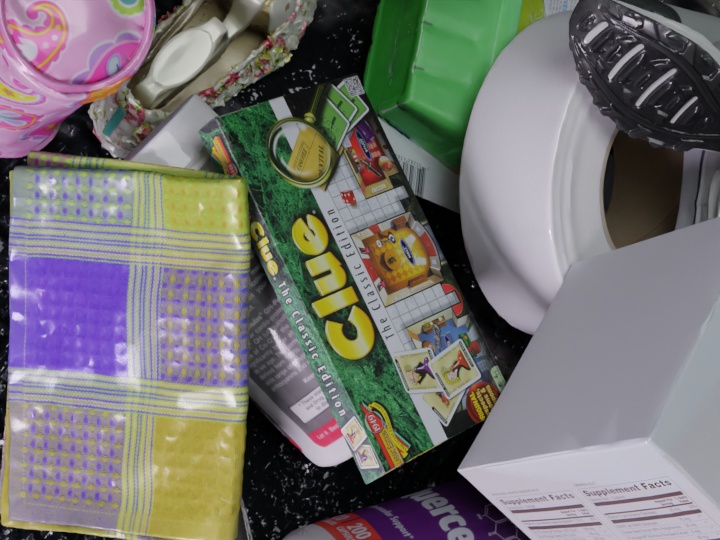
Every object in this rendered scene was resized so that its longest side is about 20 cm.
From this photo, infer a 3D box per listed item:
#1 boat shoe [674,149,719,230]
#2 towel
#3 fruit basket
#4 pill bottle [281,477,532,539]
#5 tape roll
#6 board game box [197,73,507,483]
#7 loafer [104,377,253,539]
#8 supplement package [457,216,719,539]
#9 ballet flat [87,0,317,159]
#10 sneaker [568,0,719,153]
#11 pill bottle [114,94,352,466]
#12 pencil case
[{"bbox_3d":[0.226,-0.032,0.971,0.072,0.065,0.201,24,80,-45],"label":"boat shoe"},{"bbox_3d":[-0.124,0.044,0.851,0.143,0.023,0.202,7,97,19],"label":"towel"},{"bbox_3d":[0.094,-0.113,1.038,0.199,0.093,0.187,21,73,-36],"label":"fruit basket"},{"bbox_3d":[0.057,0.174,0.911,0.199,0.112,0.113,-14,80,-25],"label":"pill bottle"},{"bbox_3d":[0.149,-0.055,0.986,0.202,0.070,0.204,-9,103,-44],"label":"tape roll"},{"bbox_3d":[0.000,0.000,0.862,0.104,0.023,0.201,-23,86,-38],"label":"board game box"},{"bbox_3d":[-0.106,0.104,0.890,0.072,0.072,0.201,-25,85,-27],"label":"loafer"},{"bbox_3d":[0.190,0.100,0.847,0.200,0.150,0.152,43,60,-17],"label":"supplement package"},{"bbox_3d":[-0.082,-0.140,0.977,0.076,0.064,0.200,40,64,-3],"label":"ballet flat"},{"bbox_3d":[0.200,-0.108,0.915,0.199,0.074,0.080,22,52,-22],"label":"sneaker"},{"bbox_3d":[-0.052,0.003,0.909,0.200,0.111,0.111,46,64,-11],"label":"pill bottle"},{"bbox_3d":[-0.173,-0.113,0.859,0.087,0.200,0.088,2,84,-24],"label":"pencil case"}]
